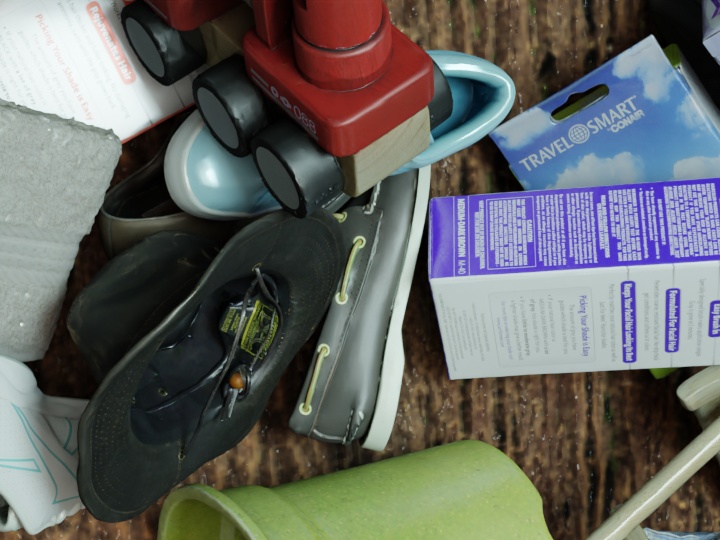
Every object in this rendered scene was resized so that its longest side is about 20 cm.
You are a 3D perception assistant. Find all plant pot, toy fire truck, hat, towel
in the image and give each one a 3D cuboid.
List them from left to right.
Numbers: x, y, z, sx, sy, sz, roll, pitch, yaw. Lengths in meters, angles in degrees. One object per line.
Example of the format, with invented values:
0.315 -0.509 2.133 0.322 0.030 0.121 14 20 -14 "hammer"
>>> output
-0.213 -0.028 0.736 0.199 0.034 0.133 12 105 -47 "towel"
-0.096 0.029 0.783 0.081 0.201 0.201 36 82 18 "hat"
-0.056 -0.140 0.693 0.128 0.176 0.201 -34 149 -19 "toy fire truck"
0.011 0.186 0.862 0.183 0.200 0.202 -19 102 -28 "plant pot"

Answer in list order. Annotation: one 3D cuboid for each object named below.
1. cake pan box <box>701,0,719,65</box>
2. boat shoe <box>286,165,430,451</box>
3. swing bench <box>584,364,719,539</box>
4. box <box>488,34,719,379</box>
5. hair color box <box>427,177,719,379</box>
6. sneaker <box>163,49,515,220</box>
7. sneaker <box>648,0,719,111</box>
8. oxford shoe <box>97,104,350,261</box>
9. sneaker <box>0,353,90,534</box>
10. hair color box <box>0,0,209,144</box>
0.273 -0.134 0.918 0.052 0.185 0.200 -31 116 30 "cake pan box"
0.000 0.000 0.885 0.060 0.072 0.203 9 81 -7 "boat shoe"
0.249 0.173 0.926 0.200 0.129 0.199 -53 135 -20 "swing bench"
0.182 -0.042 0.932 0.121 0.048 0.200 -30 109 23 "box"
0.143 0.006 0.875 0.198 0.110 0.065 -2 55 9 "hair color box"
-0.006 -0.079 0.799 0.199 0.082 0.074 -24 101 -27 "sneaker"
0.234 -0.089 0.961 0.079 0.075 0.201 -34 96 6 "sneaker"
-0.058 -0.063 0.846 0.200 0.073 0.085 -37 139 -15 "oxford shoe"
-0.170 0.101 0.798 0.200 0.070 0.081 32 57 -56 "sneaker"
-0.153 -0.116 0.826 0.199 0.061 0.102 -30 105 -13 "hair color box"
